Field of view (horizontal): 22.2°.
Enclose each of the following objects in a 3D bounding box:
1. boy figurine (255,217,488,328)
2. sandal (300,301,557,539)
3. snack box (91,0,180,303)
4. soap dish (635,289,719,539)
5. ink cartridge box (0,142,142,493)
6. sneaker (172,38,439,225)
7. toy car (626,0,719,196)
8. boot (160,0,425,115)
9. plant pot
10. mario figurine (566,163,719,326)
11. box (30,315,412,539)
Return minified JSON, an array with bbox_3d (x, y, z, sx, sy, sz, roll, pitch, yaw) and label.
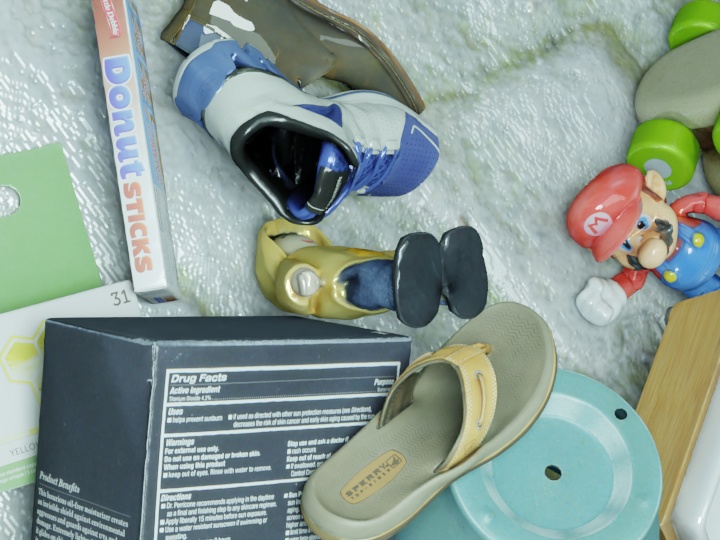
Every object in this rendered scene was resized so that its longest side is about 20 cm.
[{"bbox_3d":[0.000,0.000,1.173,0.123,0.199,0.065,-8,99,-32],"label":"boy figurine"},{"bbox_3d":[0.043,0.081,1.066,0.200,0.080,0.054,-38,141,-27],"label":"sandal"},{"bbox_3d":[-0.144,-0.082,1.178,0.024,0.072,0.202,-9,83,1],"label":"snack box"},{"bbox_3d":[0.250,0.132,1.344,0.201,0.081,0.158,-65,148,-25],"label":"soap dish"},{"bbox_3d":[-0.210,0.027,1.126,0.145,0.048,0.202,-15,90,-34],"label":"ink cartridge box"},{"bbox_3d":[-0.025,-0.071,1.205,0.198,0.081,0.115,17,29,-40],"label":"sneaker"},{"bbox_3d":[0.325,-0.099,1.448,0.200,0.157,0.165,46,51,-29],"label":"toy car"},{"bbox_3d":[-0.047,-0.144,1.271,0.200,0.075,0.097,40,84,-26],"label":"boot"},{"bbox_3d":[0.102,0.163,1.166,0.198,0.188,0.202,4,59,-6],"label":"plant pot"},{"bbox_3d":[0.239,-0.006,1.385,0.199,0.106,0.125,24,75,-30],"label":"mario figurine"},{"bbox_3d":[-0.083,0.130,1.096,0.199,0.123,0.200,1,96,-42],"label":"box"}]
